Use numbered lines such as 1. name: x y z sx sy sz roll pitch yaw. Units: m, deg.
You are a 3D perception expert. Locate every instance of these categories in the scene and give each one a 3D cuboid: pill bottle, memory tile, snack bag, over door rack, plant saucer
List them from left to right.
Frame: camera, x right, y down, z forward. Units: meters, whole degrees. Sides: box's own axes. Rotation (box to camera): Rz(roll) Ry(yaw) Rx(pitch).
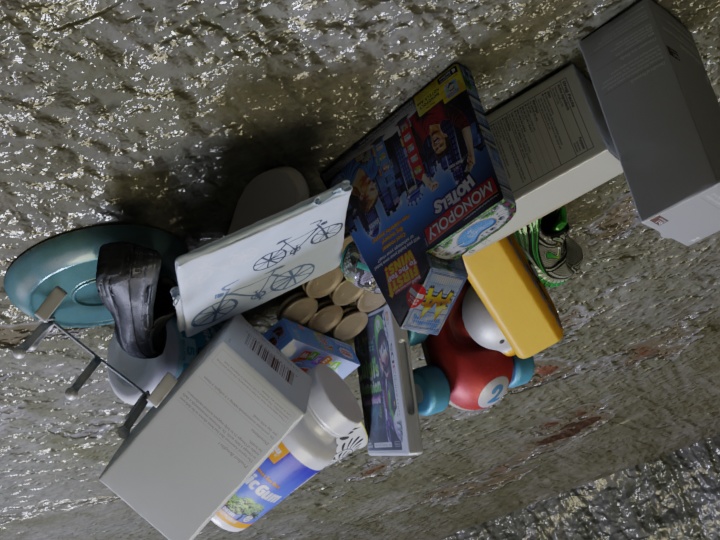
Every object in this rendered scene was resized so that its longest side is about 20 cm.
1. over door rack: -0.274 0.099 1.104 0.067 0.147 0.200 -55 -172 -21
2. plant saucer: -0.280 0.014 1.175 0.196 0.028 0.201 -14 156 -6
3. pill bottle: -0.202 0.114 1.335 0.110 0.112 0.198 -32 153 30
4. snack bag: -0.098 -0.009 1.062 0.186 0.022 0.201 -25 162 -14
5. pill bottle: -0.097 0.199 1.256 0.199 0.113 0.112 -39 150 15
6. memory tile: 0.000 0.000 1.267 0.201 0.017 0.152 -49 146 19

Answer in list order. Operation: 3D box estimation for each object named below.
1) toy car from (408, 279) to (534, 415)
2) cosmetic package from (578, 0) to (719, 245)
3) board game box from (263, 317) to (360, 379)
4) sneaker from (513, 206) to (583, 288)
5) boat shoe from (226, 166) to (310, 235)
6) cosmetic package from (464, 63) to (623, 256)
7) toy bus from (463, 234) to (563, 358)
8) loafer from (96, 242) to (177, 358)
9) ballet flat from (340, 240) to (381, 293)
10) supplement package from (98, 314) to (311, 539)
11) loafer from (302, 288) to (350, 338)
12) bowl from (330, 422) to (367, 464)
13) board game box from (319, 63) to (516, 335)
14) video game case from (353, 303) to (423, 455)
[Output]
1. toy car: 0.166 0.077 1.378 0.182 0.180 0.199 -12 171 -33
2. cosmetic package: 0.287 -0.136 1.021 0.090 0.203 0.106 -31 153 31
3. board game box: -0.116 0.146 1.310 0.199 0.037 0.151 -41 148 15
4. sneaker: 0.229 -0.037 1.341 0.084 0.079 0.199 -30 152 25
5. boat shoe: -0.083 -0.045 1.147 0.092 0.075 0.200 -22 162 -41
6. cosmetic package: 0.160 -0.108 1.117 0.198 0.105 0.073 -28 155 25
7. toy bus: 0.157 -0.002 1.248 0.064 0.079 0.201 -28 115 15
8. loafer: -0.219 0.037 1.124 0.069 0.069 0.202 1 152 1
9. ballet flat: 0.056 -0.006 1.191 0.072 0.073 0.199 -32 167 31
10. supplement package: -0.158 0.164 1.142 0.200 0.117 0.117 -47 -172 10
11. loafer: -0.045 0.059 1.370 0.067 0.071 0.201 -6 153 -24
12. bowl: -0.094 0.204 1.467 0.095 0.199 0.202 -50 167 -23
13. board game box: 0.066 -0.054 1.048 0.061 0.203 0.199 11 145 -45
14. video game case: 0.031 0.143 1.399 0.023 0.186 0.200 -5 172 -14
